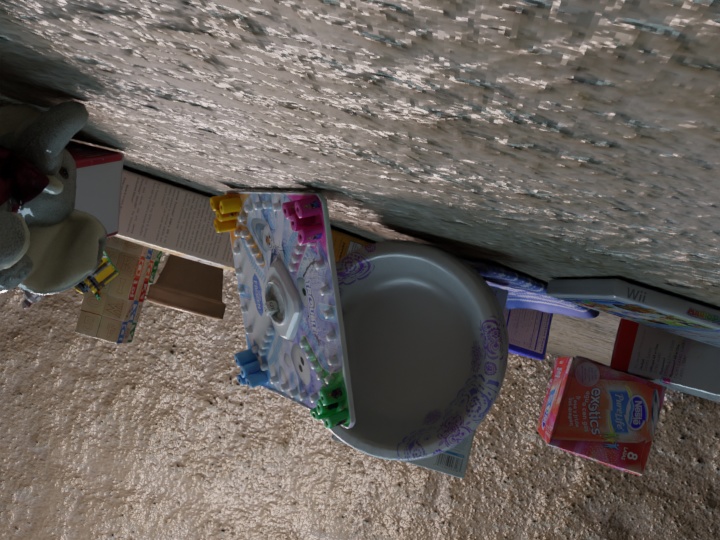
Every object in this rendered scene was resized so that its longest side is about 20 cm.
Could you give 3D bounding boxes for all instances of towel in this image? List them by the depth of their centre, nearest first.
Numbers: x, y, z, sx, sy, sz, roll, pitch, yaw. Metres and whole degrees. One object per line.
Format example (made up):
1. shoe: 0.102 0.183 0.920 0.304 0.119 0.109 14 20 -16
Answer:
1. towel: 0.158 0.019 0.904 0.198 0.024 0.144 19 174 -37

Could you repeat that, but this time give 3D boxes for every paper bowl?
1. paper bowl: 0.044 0.074 0.782 0.198 0.204 0.104 14 -176 15

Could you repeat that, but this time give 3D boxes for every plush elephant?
1. plush elephant: -0.252 -0.064 0.557 0.165 0.154 0.200 52 136 2

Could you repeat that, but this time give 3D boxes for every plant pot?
1. plant pot: -0.415 0.016 2.006 0.197 0.177 0.200 16 176 1

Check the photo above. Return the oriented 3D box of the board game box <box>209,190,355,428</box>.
1. board game box: -0.078 0.029 0.742 0.026 0.203 0.199 -13 -168 -31

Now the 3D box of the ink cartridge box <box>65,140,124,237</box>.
1. ink cartridge box: -0.341 -0.080 0.733 0.197 0.085 0.145 15 -161 17

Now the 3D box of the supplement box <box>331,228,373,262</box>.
1. supplement box: 0.000 0.000 0.946 0.198 0.070 0.066 16 179 -38

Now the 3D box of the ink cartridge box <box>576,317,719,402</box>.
1. ink cartridge box: 0.357 0.099 0.902 0.198 0.068 0.116 13 174 32

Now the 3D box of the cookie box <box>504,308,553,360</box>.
1. cookie box: 0.133 0.053 1.092 0.198 0.076 0.170 19 175 -36

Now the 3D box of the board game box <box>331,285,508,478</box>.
1. board game box: 0.065 0.103 0.870 0.145 0.203 0.064 15 173 8

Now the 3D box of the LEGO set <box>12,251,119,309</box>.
1. LEGO set: -0.386 -0.034 0.938 0.201 0.116 0.154 51 164 -4

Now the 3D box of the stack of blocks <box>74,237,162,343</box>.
1. stack of blocks: -0.313 -0.008 1.081 0.058 0.203 0.115 14 175 -1

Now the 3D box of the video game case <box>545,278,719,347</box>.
1. video game case: 0.290 0.043 0.746 0.197 0.018 0.143 16 177 -10

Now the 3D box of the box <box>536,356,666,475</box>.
1. box: 0.262 0.156 0.898 0.101 0.096 0.200 17 176 10

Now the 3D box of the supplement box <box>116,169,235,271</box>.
1. supplement box: -0.215 -0.056 0.950 0.198 0.075 0.126 17 177 -23
